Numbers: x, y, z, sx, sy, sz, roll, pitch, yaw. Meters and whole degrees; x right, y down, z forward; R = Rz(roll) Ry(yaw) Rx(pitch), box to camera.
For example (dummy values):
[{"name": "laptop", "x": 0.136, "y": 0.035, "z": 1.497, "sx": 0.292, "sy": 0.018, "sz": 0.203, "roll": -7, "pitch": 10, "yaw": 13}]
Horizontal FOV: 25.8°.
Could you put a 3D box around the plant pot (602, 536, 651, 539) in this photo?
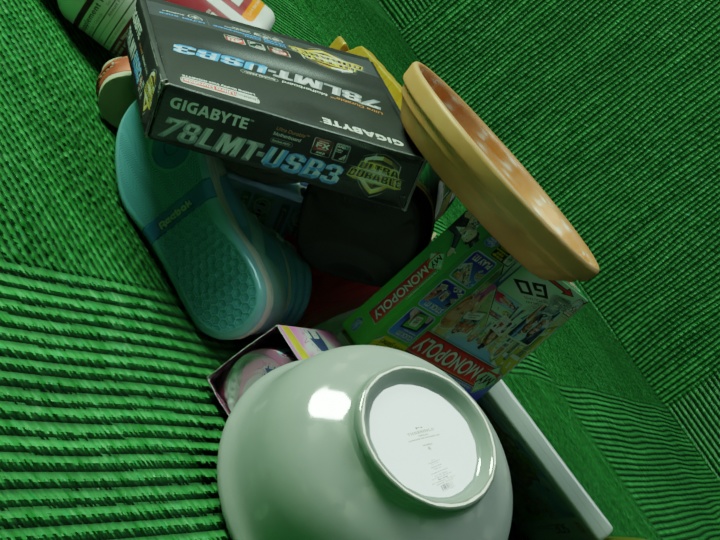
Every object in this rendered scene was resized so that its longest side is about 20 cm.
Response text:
[{"name": "plant pot", "x": 0.235, "y": 0.302, "z": 1.315, "sx": 0.187, "sy": 0.187, "sz": 0.200, "roll": 49, "pitch": -2, "yaw": -15}]

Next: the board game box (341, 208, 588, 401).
[{"name": "board game box", "x": 0.086, "y": 0.032, "z": 1.217, "sx": 0.029, "sy": 0.134, "sz": 0.200, "roll": 53, "pitch": 13, "yaw": 31}]

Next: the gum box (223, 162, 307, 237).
[{"name": "gum box", "x": -0.050, "y": -0.071, "z": 1.361, "sx": 0.198, "sy": 0.045, "sz": 0.170, "roll": 18, "pitch": 24, "yaw": -16}]

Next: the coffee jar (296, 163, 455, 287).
[{"name": "coffee jar", "x": 0.017, "y": -0.059, "z": 1.238, "sx": 0.103, "sy": 0.086, "sz": 0.200, "roll": 15, "pitch": 24, "yaw": 8}]

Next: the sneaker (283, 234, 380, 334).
[{"name": "sneaker", "x": 0.000, "y": 0.000, "z": 1.267, "sx": 0.199, "sy": 0.079, "sz": 0.116, "roll": -23, "pitch": 63, "yaw": -34}]

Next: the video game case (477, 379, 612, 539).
[{"name": "video game case", "x": 0.133, "y": 0.166, "z": 1.437, "sx": 0.201, "sy": 0.022, "sz": 0.182, "roll": 53, "pitch": -16, "yaw": 1}]

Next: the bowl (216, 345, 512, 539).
[{"name": "bowl", "x": 0.019, "y": 0.120, "z": 0.950, "sx": 0.200, "sy": 0.090, "sz": 0.202, "roll": 18, "pitch": 49, "yaw": -21}]

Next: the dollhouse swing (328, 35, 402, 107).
[{"name": "dollhouse swing", "x": 0.025, "y": -0.091, "z": 1.596, "sx": 0.175, "sy": 0.182, "sz": 0.200, "roll": 28, "pitch": 18, "yaw": -43}]

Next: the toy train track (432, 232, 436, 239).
[{"name": "toy train track", "x": 0.013, "y": 0.012, "z": 1.437, "sx": 0.032, "sy": 0.115, "sz": 0.200, "roll": 38, "pitch": 22, "yaw": 2}]

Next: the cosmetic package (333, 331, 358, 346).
[{"name": "cosmetic package", "x": 0.019, "y": 0.114, "z": 1.225, "sx": 0.106, "sy": 0.071, "sz": 0.200, "roll": 55, "pitch": 12, "yaw": 15}]

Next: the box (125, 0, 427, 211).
[{"name": "box", "x": -0.067, "y": -0.127, "z": 1.147, "sx": 0.198, "sy": 0.050, "sz": 0.199, "roll": 14, "pitch": 22, "yaw": -18}]

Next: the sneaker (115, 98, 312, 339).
[{"name": "sneaker", "x": -0.106, "y": -0.034, "z": 1.173, "sx": 0.201, "sy": 0.079, "sz": 0.130, "roll": 66, "pitch": 18, "yaw": 16}]

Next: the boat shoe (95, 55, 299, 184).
[{"name": "boat shoe", "x": -0.117, "y": -0.126, "z": 1.270, "sx": 0.198, "sy": 0.072, "sz": 0.063, "roll": 15, "pitch": 22, "yaw": -15}]

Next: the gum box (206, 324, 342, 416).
[{"name": "gum box", "x": -0.008, "y": 0.138, "z": 1.066, "sx": 0.201, "sy": 0.066, "sz": 0.113, "roll": 56, "pitch": 12, "yaw": 14}]

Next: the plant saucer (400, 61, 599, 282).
[{"name": "plant saucer", "x": 0.094, "y": -0.064, "z": 1.128, "sx": 0.200, "sy": 0.037, "sz": 0.200, "roll": 47, "pitch": 11, "yaw": -12}]

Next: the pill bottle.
[{"name": "pill bottle", "x": -0.180, "y": -0.231, "z": 1.323, "sx": 0.199, "sy": 0.113, "sz": 0.113, "roll": 37, "pitch": 15, "yaw": -9}]
